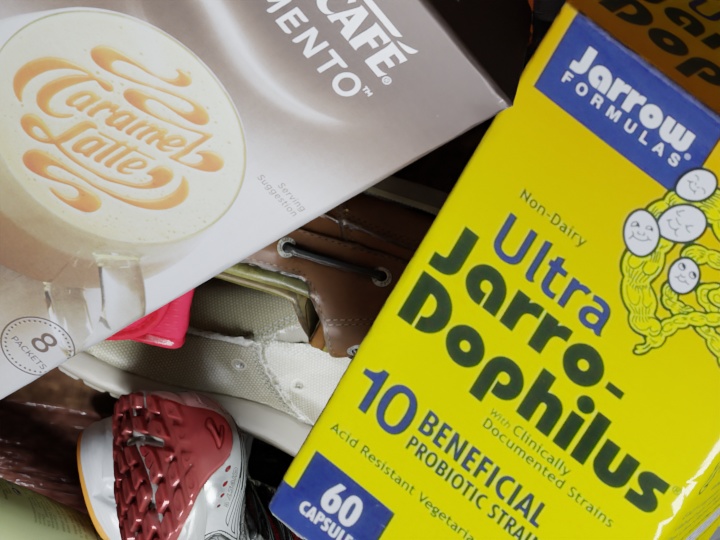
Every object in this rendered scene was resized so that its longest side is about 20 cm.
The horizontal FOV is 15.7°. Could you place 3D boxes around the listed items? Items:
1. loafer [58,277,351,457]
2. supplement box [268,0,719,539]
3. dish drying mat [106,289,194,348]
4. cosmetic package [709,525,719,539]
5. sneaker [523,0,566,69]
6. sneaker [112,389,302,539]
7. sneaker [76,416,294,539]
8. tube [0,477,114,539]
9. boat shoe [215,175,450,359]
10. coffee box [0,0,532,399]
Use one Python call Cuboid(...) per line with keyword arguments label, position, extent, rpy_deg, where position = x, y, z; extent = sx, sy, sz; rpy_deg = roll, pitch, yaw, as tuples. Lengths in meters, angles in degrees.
Cuboid(label="loafer", position=(-0.042, 0.022, 0.961), extent=(0.200, 0.076, 0.068), rpy_deg=(22, 98, -8))
Cuboid(label="supplement box", position=(0.078, 0.018, 0.791), extent=(0.109, 0.110, 0.200), rpy_deg=(38, 120, 14))
Cuboid(label="dish drying mat", position=(-0.082, -0.060, 0.819), extent=(0.077, 0.018, 0.200), rpy_deg=(11, 127, 3))
Cuboid(label="cosmetic package", position=(0.192, 0.111, 0.974), extent=(0.165, 0.165, 0.200), rpy_deg=(-16, 135, 18))
Cuboid(label="sneaker", position=(0.018, -0.122, 0.786), extent=(0.112, 0.078, 0.200), rpy_deg=(-6, 138, 8))
Cuboid(label="sneaker", position=(-0.045, 0.095, 0.944), extent=(0.082, 0.078, 0.200), rpy_deg=(-10, 155, -3))
Cuboid(label="sneaker", position=(-0.016, 0.108, 1.055), extent=(0.092, 0.076, 0.200), rpy_deg=(-33, 129, 28))
Cuboid(label="tube", position=(-0.119, 0.116, 1.038), extent=(0.052, 0.058, 0.200), rpy_deg=(-35, 146, 23))
Cuboid(label="boat shoe", position=(0.000, 0.000, 0.905), extent=(0.200, 0.068, 0.072), rpy_deg=(23, 170, -4))
Cuboid(label="coffee box", position=(-0.064, -0.062, 0.753), extent=(0.200, 0.080, 0.114), rpy_deg=(-30, 115, 28))
